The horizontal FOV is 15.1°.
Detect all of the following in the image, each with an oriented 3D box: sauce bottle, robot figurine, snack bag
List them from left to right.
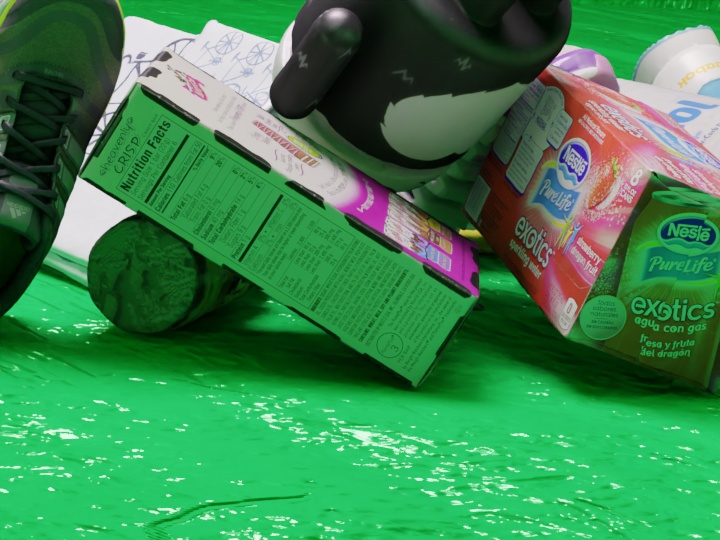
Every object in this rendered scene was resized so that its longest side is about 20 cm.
[{"bbox_3d":[-0.141,-0.080,1.590,0.189,0.021,0.200,-46,37,-18],"label":"snack bag"},{"bbox_3d":[-0.085,-0.010,1.468,0.065,0.065,0.200,9,11,16],"label":"sauce bottle"},{"bbox_3d":[0.036,-0.125,1.465,0.150,0.200,0.125,24,47,-20],"label":"robot figurine"}]

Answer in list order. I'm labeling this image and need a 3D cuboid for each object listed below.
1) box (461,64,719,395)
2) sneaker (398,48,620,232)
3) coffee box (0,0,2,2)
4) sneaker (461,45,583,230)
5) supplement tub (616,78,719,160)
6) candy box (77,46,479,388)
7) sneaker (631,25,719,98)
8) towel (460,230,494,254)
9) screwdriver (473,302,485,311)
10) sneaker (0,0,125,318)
[{"bbox_3d":[0.139,-0.027,1.443,0.095,0.100,0.200,20,14,-21],"label":"box"},{"bbox_3d":[0.060,-0.081,1.591,0.200,0.088,0.080,-34,-33,28],"label":"sneaker"},{"bbox_3d":[-0.333,-0.166,1.816,0.200,0.200,0.198,-2,12,-39],"label":"coffee box"},{"bbox_3d":[0.076,-0.047,1.715,0.199,0.115,0.081,-27,38,-2],"label":"sneaker"},{"bbox_3d":[0.195,-0.038,1.599,0.132,0.132,0.200,-3,13,-40],"label":"supplement tub"},{"bbox_3d":[-0.038,-0.029,1.379,0.200,0.061,0.136,33,11,-4],"label":"candy box"},{"bbox_3d":[0.213,-0.066,1.757,0.077,0.200,0.081,-22,57,-9],"label":"sneaker"},{"bbox_3d":[-0.008,-0.030,1.770,0.200,0.018,0.086,5,15,-7],"label":"towel"},{"bbox_3d":[0.000,0.000,1.553,0.200,0.028,0.029,10,39,40],"label":"screwdriver"},{"bbox_3d":[-0.164,-0.054,1.345,0.074,0.200,0.081,13,25,-17],"label":"sneaker"}]
